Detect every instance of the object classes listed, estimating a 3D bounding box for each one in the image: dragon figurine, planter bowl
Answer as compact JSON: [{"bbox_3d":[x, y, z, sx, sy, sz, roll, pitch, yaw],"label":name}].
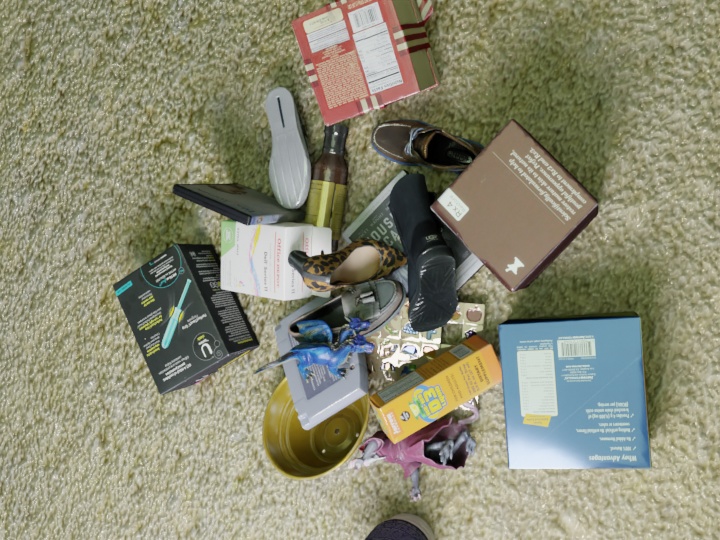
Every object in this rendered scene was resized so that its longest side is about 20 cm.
[{"bbox_3d":[-0.069,0.112,1.179,0.195,0.101,0.060,0,46,13],"label":"dragon figurine"},{"bbox_3d":[-0.054,0.245,1.273,0.197,0.084,0.204,-16,54,23],"label":"planter bowl"}]

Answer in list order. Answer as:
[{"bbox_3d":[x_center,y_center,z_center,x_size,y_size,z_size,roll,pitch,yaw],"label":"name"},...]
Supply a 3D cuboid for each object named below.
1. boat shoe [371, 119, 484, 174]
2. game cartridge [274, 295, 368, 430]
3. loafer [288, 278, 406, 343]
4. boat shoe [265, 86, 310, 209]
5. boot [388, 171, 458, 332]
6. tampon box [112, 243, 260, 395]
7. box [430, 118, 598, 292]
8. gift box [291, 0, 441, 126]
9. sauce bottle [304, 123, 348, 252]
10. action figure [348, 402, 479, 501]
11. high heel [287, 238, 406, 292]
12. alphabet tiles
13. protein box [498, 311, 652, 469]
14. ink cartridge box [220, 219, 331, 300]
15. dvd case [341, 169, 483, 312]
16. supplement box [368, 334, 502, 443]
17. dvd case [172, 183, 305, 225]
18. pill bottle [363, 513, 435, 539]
[{"bbox_3d":[0.104,-0.198,1.243,0.196,0.072,0.074,13,94,17],"label":"boat shoe"},{"bbox_3d":[-0.060,0.137,1.267,0.132,0.041,0.202,-34,49,14],"label":"game cartridge"},{"bbox_3d":[-0.023,0.067,1.204,0.198,0.063,0.073,-29,54,27],"label":"loafer"},{"bbox_3d":[-0.110,-0.199,1.312,0.070,0.071,0.205,-7,82,17],"label":"boat shoe"},{"bbox_3d":[0.093,-0.027,1.205,0.075,0.202,0.171,-10,53,-6],"label":"boot"},{"bbox_3d":[-0.291,0.078,1.342,0.148,0.126,0.203,-29,83,16],"label":"tampon box"},{"bbox_3d":[0.226,-0.086,1.139,0.164,0.200,0.166,-46,79,12],"label":"box"},{"bbox_3d":[0.018,-0.345,1.208,0.181,0.187,0.204,-10,102,19],"label":"gift box"},{"bbox_3d":[-0.051,-0.134,1.298,0.063,0.065,0.205,10,92,17],"label":"sauce bottle"},{"bbox_3d":[0.070,0.266,1.242,0.197,0.134,0.151,-12,49,42],"label":"action figure"},{"bbox_3d":[0.000,0.000,1.182,0.196,0.142,0.073,-2,104,-20],"label":"high heel"},{"bbox_3d":[0.094,0.129,1.264,0.195,0.008,0.171,5,97,12],"label":"alphabet tiles"},{"bbox_3d":[0.307,0.170,1.148,0.194,0.135,0.205,-5,89,17],"label":"protein box"},{"bbox_3d":[-0.138,-0.019,1.284,0.197,0.067,0.120,7,98,40],"label":"ink cartridge box"},{"bbox_3d":[0.083,-0.036,1.276,0.150,0.025,0.201,-44,79,13],"label":"dvd case"},{"bbox_3d":[0.114,0.177,1.195,0.197,0.069,0.068,-29,104,-7],"label":"supplement box"},{"bbox_3d":[-0.188,-0.108,1.269,0.140,0.199,0.018,23,104,17],"label":"dvd case"},{"bbox_3d":[0.048,0.443,1.198,0.113,0.200,0.119,1,92,17],"label":"pill bottle"}]
